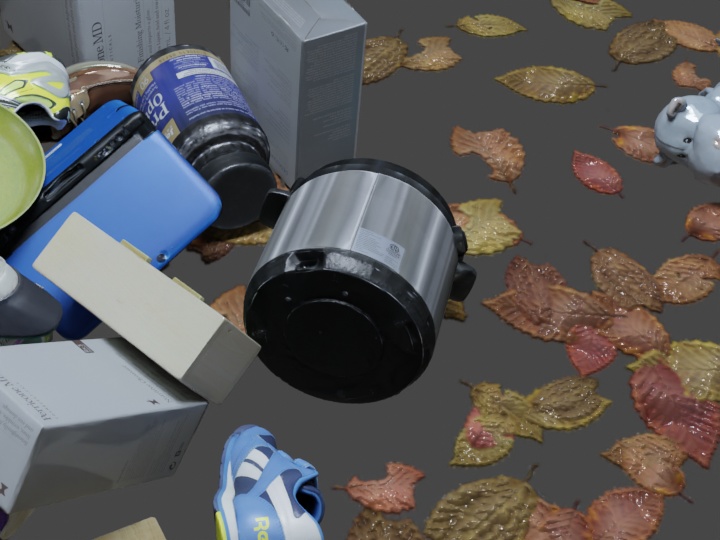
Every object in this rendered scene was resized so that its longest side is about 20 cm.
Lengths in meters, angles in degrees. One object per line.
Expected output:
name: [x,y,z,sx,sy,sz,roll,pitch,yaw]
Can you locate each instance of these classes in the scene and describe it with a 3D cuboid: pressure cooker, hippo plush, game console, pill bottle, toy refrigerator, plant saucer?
pressure cooker: [0.002,-0.002,1.129,0.179,0.176,0.200,-16,34,28]
hippo plush: [0.404,-0.179,1.365,0.161,0.159,0.200,-21,51,-25]
game console: [-0.261,-0.054,1.225,0.200,0.118,0.171,-42,27,-9]
pill bottle: [-0.160,-0.138,1.302,0.112,0.112,0.200,-14,47,-19]
toy refrigerator: [-0.185,0.029,1.085,0.200,0.076,0.070,32,82,31]
plant saucer: [-0.395,-0.092,1.160,0.200,0.031,0.200,10,48,-11]

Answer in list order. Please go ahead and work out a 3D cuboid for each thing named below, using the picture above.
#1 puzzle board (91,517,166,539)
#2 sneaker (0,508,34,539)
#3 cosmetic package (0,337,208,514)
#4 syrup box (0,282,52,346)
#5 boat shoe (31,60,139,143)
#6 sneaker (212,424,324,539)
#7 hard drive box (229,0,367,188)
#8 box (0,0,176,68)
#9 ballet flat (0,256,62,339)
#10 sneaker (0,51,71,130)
puzzle board: [-0.187,0.290,0.936,0.151,0.017,0.200,-18,50,-23]
sneaker: [-0.347,0.161,1.011,0.200,0.081,0.083,26,77,33]
cosmetic package: [-0.231,0.117,0.994,0.113,0.081,0.200,33,14,24]
syrup box: [-0.386,0.027,1.135,0.200,0.081,0.079,23,50,15]
boat shoe: [-0.324,-0.170,1.353,0.200,0.076,0.072,-15,51,-7]
sneaker: [-0.069,0.179,0.979,0.082,0.074,0.200,-7,17,-1]
hard drive box: [-0.071,-0.208,1.318,0.077,0.200,0.156,-21,51,-25]
box: [-0.315,-0.330,1.418,0.131,0.199,0.200,-29,55,-29]
ballet flat: [-0.350,0.006,1.055,0.200,0.073,0.073,14,45,9]
sneaker: [-0.387,-0.164,1.248,0.200,0.075,0.076,-16,66,-15]
